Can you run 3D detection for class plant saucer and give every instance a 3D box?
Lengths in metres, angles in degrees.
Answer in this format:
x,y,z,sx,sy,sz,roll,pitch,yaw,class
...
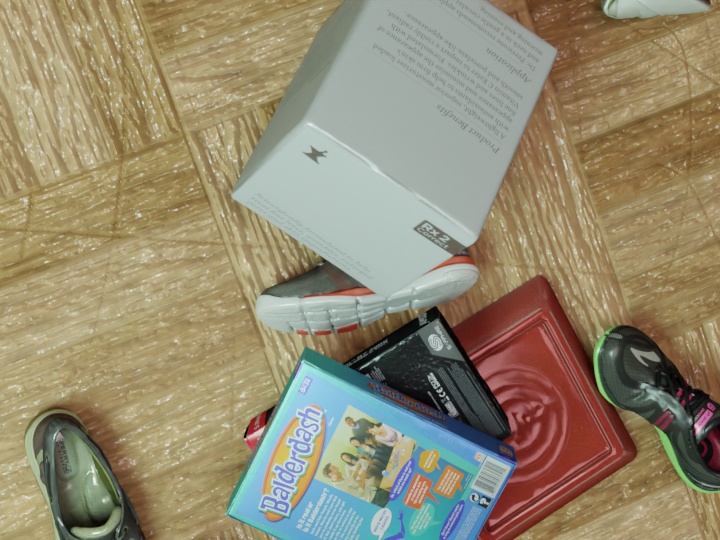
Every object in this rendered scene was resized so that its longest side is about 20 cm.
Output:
x,y,z,sx,sy,sz,roll,pitch,yaw,class
0.135,0.139,1.402,0.199,0.037,0.201,-31,100,-11,plant saucer

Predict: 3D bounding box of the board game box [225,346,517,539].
x,y,z,sx,sy,sz,roll,pitch,yaw,class
0.009,0.176,1.299,0.199,0.045,0.153,27,102,-6,board game box

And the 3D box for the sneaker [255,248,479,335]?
x,y,z,sx,sy,sz,roll,pitch,yaw,class
0.000,0.000,1.355,0.199,0.077,0.082,-11,69,-14,sneaker

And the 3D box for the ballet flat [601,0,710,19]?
x,y,z,sx,sy,sz,roll,pitch,yaw,class
0.218,-0.267,1.394,0.199,0.069,0.070,27,86,-10,ballet flat

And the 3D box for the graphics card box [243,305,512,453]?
x,y,z,sx,sy,sz,roll,pitch,yaw,class
0.015,0.136,1.338,0.200,0.051,0.126,-33,100,8,graphics card box

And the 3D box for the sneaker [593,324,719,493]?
x,y,z,sx,sy,sz,roll,pitch,yaw,class
0.291,0.121,1.410,0.200,0.084,0.077,44,66,-15,sneaker

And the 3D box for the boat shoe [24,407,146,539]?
x,y,z,sx,sy,sz,roll,pitch,yaw,class
-0.224,0.212,1.299,0.072,0.066,0.202,-24,99,-15,boat shoe

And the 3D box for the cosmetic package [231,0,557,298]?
x,y,z,sx,sy,sz,roll,pitch,yaw,class
0.027,-0.119,1.263,0.164,0.165,0.201,33,62,-13,cosmetic package
